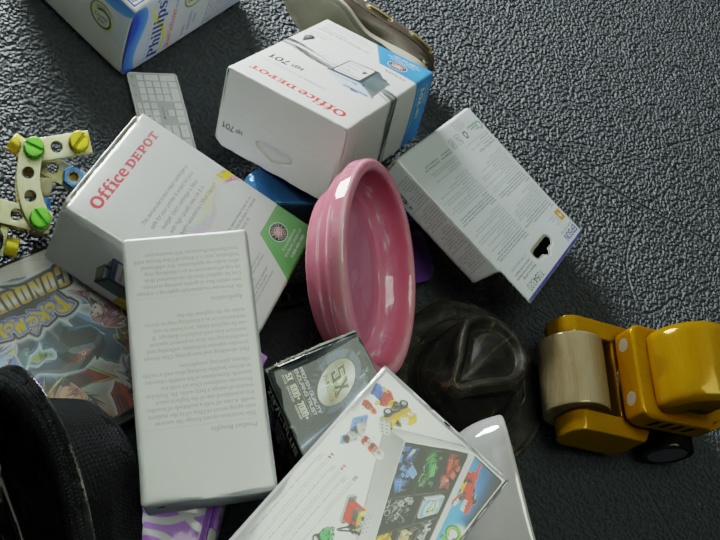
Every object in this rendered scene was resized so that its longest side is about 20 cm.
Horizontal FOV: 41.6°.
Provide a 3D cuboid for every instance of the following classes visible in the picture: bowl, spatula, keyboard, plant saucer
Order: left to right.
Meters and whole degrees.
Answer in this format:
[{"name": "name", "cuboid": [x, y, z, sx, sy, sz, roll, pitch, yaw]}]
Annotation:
[{"name": "keyboard", "cuboid": [-0.195, -0.121, 0.980, 0.055, 0.011, 0.203, -7, 66, -26]}, {"name": "spatula", "cuboid": [-0.005, 0.006, 0.981, 0.197, 0.021, 0.057, -18, 81, -26]}, {"name": "plant saucer", "cuboid": [0.000, 0.000, 0.885, 0.050, 0.201, 0.204, -3, 55, 21]}, {"name": "bowl", "cuboid": [0.110, 0.239, 0.812, 0.073, 0.200, 0.204, -11, 66, 2]}]

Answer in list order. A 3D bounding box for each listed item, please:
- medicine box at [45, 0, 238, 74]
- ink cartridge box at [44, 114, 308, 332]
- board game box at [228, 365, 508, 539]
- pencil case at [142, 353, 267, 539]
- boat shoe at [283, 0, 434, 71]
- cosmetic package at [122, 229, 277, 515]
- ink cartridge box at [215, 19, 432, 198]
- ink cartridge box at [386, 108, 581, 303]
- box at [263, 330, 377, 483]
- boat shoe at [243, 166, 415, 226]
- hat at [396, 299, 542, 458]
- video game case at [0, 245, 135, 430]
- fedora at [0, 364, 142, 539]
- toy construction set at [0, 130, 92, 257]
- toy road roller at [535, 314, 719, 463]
[{"name": "medicine box", "cuboid": [-0.243, -0.347, 1.028, 0.182, 0.103, 0.200, 43, 56, 5]}, {"name": "ink cartridge box", "cuboid": [-0.163, -0.026, 0.871, 0.198, 0.088, 0.146, 34, 46, -9]}, {"name": "board game box", "cuboid": [-0.002, 0.185, 0.680, 0.126, 0.035, 0.200, 41, 69, 10]}, {"name": "pencil case", "cuboid": [-0.137, 0.164, 0.787, 0.083, 0.085, 0.204, 30, 59, -38]}, {"name": "boat shoe", "cuboid": [0.001, -0.283, 1.116, 0.198, 0.072, 0.060, 33, 49, -7]}, {"name": "cosmetic package", "cuboid": [-0.127, 0.078, 0.738, 0.099, 0.071, 0.204, -4, 72, -12]}, {"name": "ink cartridge box", "cuboid": [-0.033, -0.171, 0.981, 0.145, 0.087, 0.200, 29, 35, 14]}, {"name": "ink cartridge box", "cuboid": [0.137, -0.069, 1.036, 0.200, 0.043, 0.196, 48, 38, 2]}, {"name": "box", "cuboid": [-0.010, 0.180, 0.791, 0.085, 0.164, 0.203, -20, 70, -17]}, {"name": "boat shoe", "cuboid": [-0.034, -0.068, 0.985, 0.196, 0.069, 0.085, 8, 50, -22]}, {"name": "hat", "cuboid": [0.111, 0.104, 0.940, 0.197, 0.081, 0.204, 10, 60, -18]}, {"name": "video game case", "cuboid": [-0.264, 0.068, 0.837, 0.198, 0.026, 0.182, -27, 76, -32]}, {"name": "fedora", "cuboid": [-0.221, 0.167, 0.712, 0.091, 0.200, 0.203, -8, 64, -47]}, {"name": "toy construction set", "cuboid": [-0.348, -0.082, 0.845, 0.196, 0.092, 0.134, 12, 83, -7]}, {"name": "toy road roller", "cuboid": [0.291, 0.108, 0.965, 0.197, 0.146, 0.125, 13, 57, -23]}]
